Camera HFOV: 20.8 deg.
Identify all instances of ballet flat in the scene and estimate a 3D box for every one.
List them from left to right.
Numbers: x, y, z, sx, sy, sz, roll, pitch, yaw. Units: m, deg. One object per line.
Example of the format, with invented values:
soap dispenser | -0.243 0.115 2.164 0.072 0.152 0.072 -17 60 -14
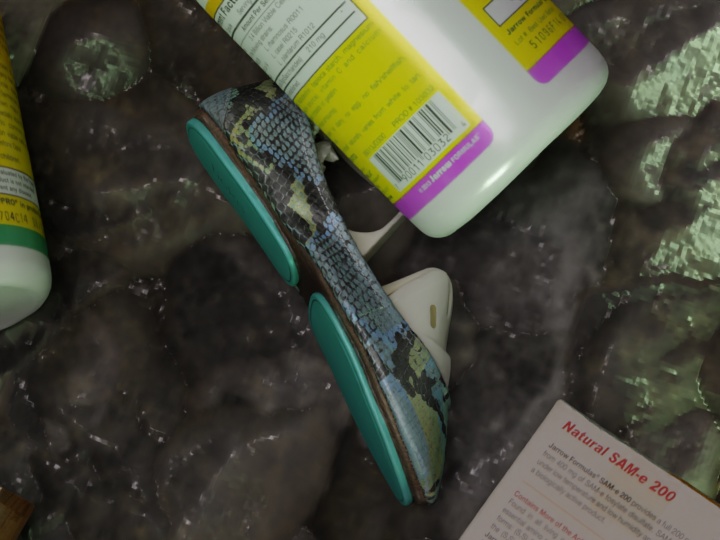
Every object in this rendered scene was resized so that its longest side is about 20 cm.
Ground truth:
ballet flat | 0.000 0.000 0.825 0.074 0.074 0.200 -31 78 5

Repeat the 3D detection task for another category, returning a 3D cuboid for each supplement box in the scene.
supplement box | 0.076 0.168 0.747 0.126 0.074 0.200 35 88 43

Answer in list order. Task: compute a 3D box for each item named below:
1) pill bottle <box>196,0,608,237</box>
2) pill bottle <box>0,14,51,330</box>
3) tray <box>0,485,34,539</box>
pill bottle | -0.001 -0.116 0.800 0.104 0.104 0.200 -44 91 1
pill bottle | -0.206 -0.073 0.856 0.113 0.113 0.200 -16 76 8
tray | -0.247 0.099 0.850 0.200 0.037 0.099 24 79 25
